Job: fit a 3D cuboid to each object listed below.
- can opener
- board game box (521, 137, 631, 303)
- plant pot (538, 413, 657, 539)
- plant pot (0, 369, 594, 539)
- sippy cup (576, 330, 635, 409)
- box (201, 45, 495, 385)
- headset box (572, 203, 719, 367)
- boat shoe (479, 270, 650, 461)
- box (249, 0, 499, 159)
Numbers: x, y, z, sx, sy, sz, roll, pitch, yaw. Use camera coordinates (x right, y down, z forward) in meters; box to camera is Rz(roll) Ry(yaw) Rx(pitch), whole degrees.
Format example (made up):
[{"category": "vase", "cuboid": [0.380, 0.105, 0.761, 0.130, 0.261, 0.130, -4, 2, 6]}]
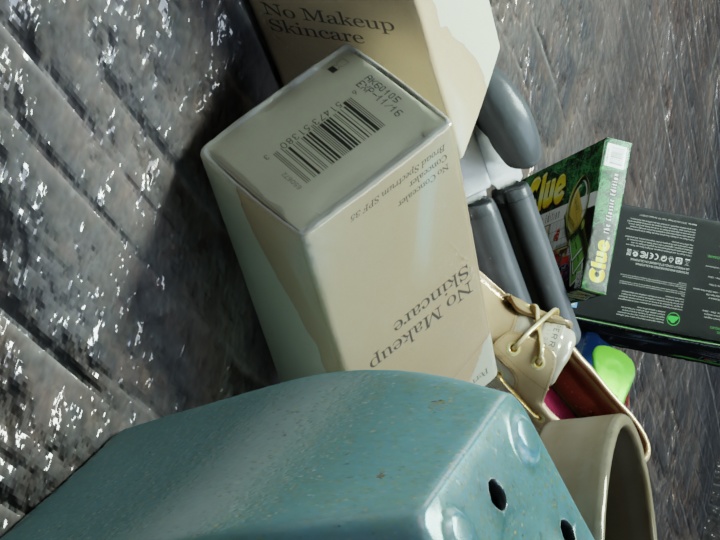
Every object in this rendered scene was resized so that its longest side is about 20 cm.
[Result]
[{"category": "can opener", "cuboid": [0.096, -0.034, 1.144, 0.053, 0.067, 0.200, -25, 102, -21]}, {"category": "board game box", "cuboid": [0.134, -0.024, 1.264, 0.200, 0.023, 0.105, 152, -48, -73]}, {"category": "plant pot", "cuboid": [0.050, 0.175, 0.873, 0.200, 0.173, 0.201, -5, 90, -74]}, {"category": "plant pot", "cuboid": [-0.010, 0.147, 0.688, 0.197, 0.200, 0.196, 61, 27, -8]}, {"category": "sippy cup", "cuboid": [0.147, 0.119, 1.363, 0.140, 0.177, 0.131, 48, 44, -37]}, {"category": "box", "cuboid": [0.000, 0.000, 0.880, 0.095, 0.078, 0.200, -39, 145, -16]}, {"category": "headset box", "cuboid": [0.221, 0.011, 1.402, 0.200, 0.174, 0.093, 78, 22, -84]}, {"category": "boat shoe", "cuboid": [0.100, 0.052, 1.061, 0.200, 0.069, 0.074, 47, 43, -23]}, {"category": "box", "cuboid": [0.002, -0.144, 0.863, 0.200, 0.095, 0.078, 65, 39, -57]}]
